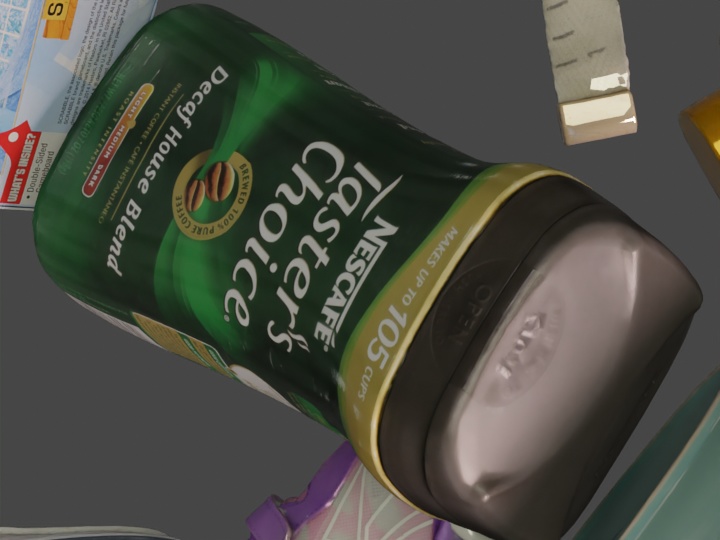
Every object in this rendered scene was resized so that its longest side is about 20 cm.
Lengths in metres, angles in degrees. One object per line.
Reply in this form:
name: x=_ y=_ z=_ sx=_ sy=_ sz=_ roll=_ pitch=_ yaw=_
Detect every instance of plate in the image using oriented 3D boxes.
plate: x=0.076 y=0.086 z=0.831 sx=0.026 sy=0.200 sz=0.200 roll=38 pitch=90 yaw=2

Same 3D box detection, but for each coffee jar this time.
coffee jar: x=0.000 y=0.000 z=0.846 sx=0.200 sy=0.085 sz=0.104 roll=28 pitch=85 yaw=39

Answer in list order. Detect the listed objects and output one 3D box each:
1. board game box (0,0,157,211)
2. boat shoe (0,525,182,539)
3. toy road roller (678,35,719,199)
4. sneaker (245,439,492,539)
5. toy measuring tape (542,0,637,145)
board game box: x=-0.142 y=-0.117 z=0.832 sx=0.199 sy=0.041 sz=0.200 roll=3 pitch=115 yaw=-38
boat shoe: x=-0.146 y=0.094 z=0.902 sx=0.199 sy=0.074 sz=0.067 roll=-6 pitch=58 yaw=-3
toy road roller: x=0.196 y=-0.008 z=0.863 sx=0.123 sy=0.146 sz=0.200 roll=-31 pitch=90 yaw=0
sneaker: x=0.005 y=0.081 z=0.902 sx=0.088 sy=0.080 sz=0.201 roll=14 pitch=90 yaw=10
toy measuring tape: x=0.058 y=-0.112 z=0.885 sx=0.073 sy=0.074 sz=0.200 roll=-9 pitch=60 yaw=0
